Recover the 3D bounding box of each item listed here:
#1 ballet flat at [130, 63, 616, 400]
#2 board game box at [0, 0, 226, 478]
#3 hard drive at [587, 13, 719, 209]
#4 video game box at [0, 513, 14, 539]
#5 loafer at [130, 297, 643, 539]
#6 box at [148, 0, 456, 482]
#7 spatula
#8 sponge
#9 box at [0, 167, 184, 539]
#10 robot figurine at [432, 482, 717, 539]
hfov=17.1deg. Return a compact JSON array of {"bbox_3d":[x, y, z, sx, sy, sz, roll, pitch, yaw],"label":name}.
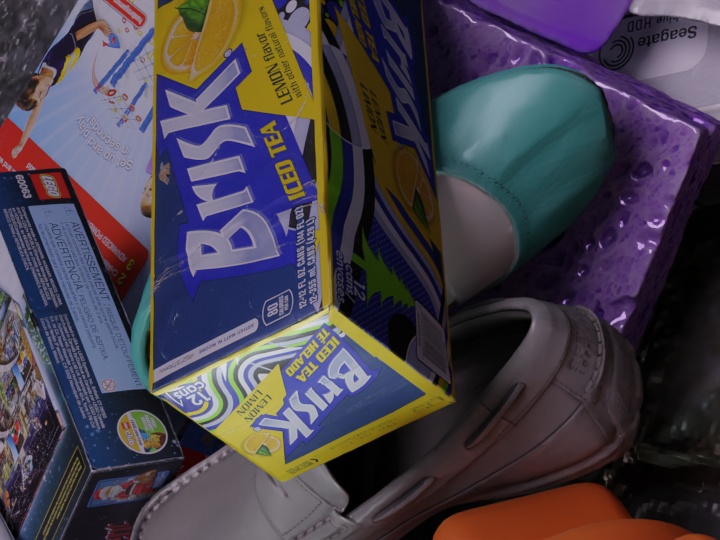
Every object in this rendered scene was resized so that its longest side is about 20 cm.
[{"bbox_3d":[0.000,0.000,0.792,0.199,0.067,0.071,-26,26,34],"label":"ballet flat"},{"bbox_3d":[-0.067,-0.033,0.969,0.200,0.056,0.196,41,101,44],"label":"board game box"},{"bbox_3d":[0.105,-0.119,0.864,0.139,0.038,0.201,-9,68,40],"label":"hard drive"},{"bbox_3d":[-0.192,0.138,0.953,0.182,0.047,0.201,57,141,43],"label":"video game box"},{"bbox_3d":[-0.003,0.059,0.790,0.199,0.070,0.070,-28,48,25],"label":"loafer"},{"bbox_3d":[-0.020,-0.041,0.743,0.070,0.064,0.201,-26,46,27],"label":"box"},{"bbox_3d":[0.124,-0.082,0.786,0.199,0.021,0.057,22,74,18],"label":"spatula"},{"bbox_3d":[0.020,-0.043,0.835,0.199,0.030,0.112,30,112,23],"label":"sponge"},{"bbox_3d":[-0.135,0.078,0.926,0.137,0.038,0.200,64,144,31],"label":"box"},{"bbox_3d":[0.085,0.155,0.711,0.144,0.116,0.200,-44,49,17],"label":"robot figurine"}]
